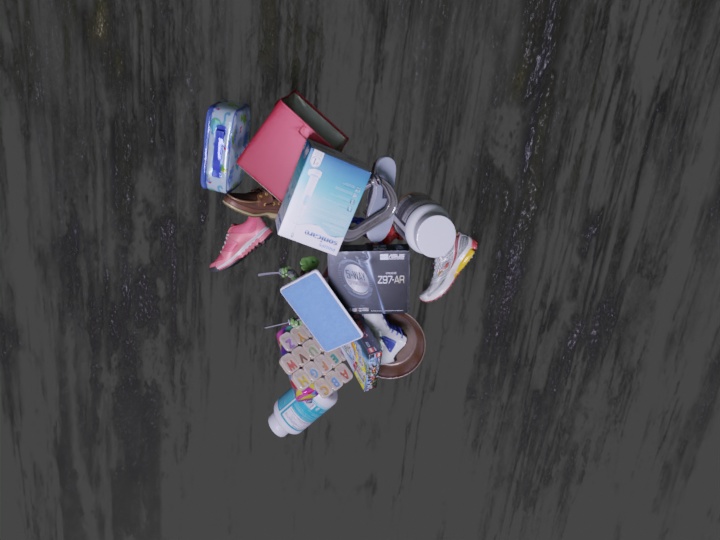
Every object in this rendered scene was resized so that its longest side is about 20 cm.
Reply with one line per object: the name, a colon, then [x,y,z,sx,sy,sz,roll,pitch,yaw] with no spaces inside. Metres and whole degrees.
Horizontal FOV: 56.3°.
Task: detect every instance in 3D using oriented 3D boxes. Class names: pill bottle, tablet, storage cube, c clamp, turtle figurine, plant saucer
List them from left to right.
turtle figurine: [-0.165,0.059,1.676,0.195,0.147,0.195,20,146,-10]
storage cube: [-0.152,-0.277,1.556,0.199,0.172,0.180,40,111,-9]
pill bottle: [-0.162,0.368,1.833,0.199,0.111,0.111,-41,102,19]
tablet: [-0.092,0.099,1.594,0.128,0.014,0.202,-24,110,33]
c clamp: [-0.009,-0.154,1.541,0.196,0.027,0.174,-27,123,-9]
plant saucer: [0.076,0.188,1.778,0.194,0.037,0.207,2,110,6]
pill bottle: [0.147,-0.106,1.560,0.113,0.200,0.120,-4,110,-11]

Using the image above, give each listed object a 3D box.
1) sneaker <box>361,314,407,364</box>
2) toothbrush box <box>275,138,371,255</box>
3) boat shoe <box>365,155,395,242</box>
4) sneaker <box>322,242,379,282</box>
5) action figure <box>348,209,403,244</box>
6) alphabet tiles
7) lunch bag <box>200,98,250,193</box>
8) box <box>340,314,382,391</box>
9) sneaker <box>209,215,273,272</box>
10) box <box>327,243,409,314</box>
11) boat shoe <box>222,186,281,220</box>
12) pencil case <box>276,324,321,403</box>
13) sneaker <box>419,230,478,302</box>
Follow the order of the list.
sneaker: [0.061,0.149,1.712,0.112,0.081,0.206,-10,105,-4]
toothbrush box: [-0.083,-0.157,1.453,0.143,0.086,0.204,17,108,-19]
boat shoe: [0.042,-0.173,1.618,0.068,0.066,0.207,1,101,-17]
sneaker: [0.000,0.000,1.687,0.197,0.082,0.089,-22,119,38]
action figure: [0.016,-0.107,1.667,0.194,0.052,0.067,16,117,-5]
alphabet tiles: [-0.112,0.222,1.724,0.197,0.198,0.015,51,136,11]
lunch bag: [-0.316,-0.293,1.576,0.080,0.162,0.206,11,113,2]
box: [-0.011,0.178,1.679,0.037,0.202,0.139,-14,137,-22]
sneaker: [-0.316,-0.072,1.719,0.198,0.074,0.088,-35,90,13]
box: [0.020,0.021,1.601,0.193,0.044,0.165,0,113,-1]
boat shoe: [-0.246,-0.169,1.616,0.071,0.197,0.069,35,109,36]
pencil case: [-0.156,0.242,1.748,0.087,0.088,0.204,-30,65,17]
sneaker: [0.206,-0.010,1.674,0.081,0.078,0.202,34,102,-3]
